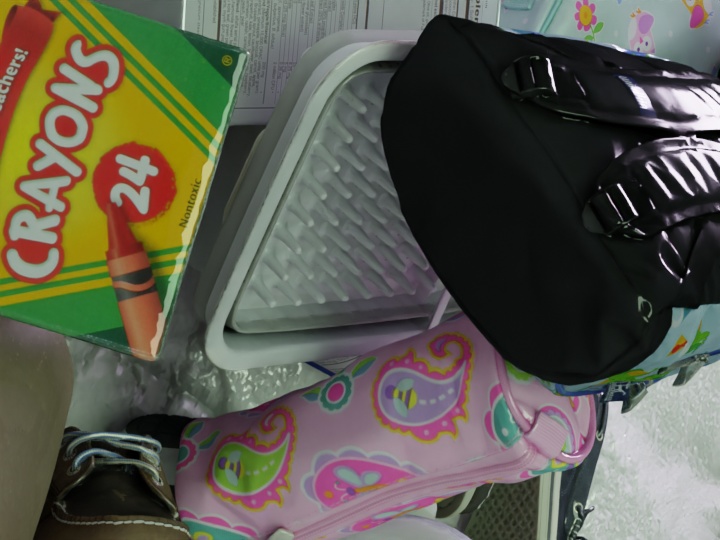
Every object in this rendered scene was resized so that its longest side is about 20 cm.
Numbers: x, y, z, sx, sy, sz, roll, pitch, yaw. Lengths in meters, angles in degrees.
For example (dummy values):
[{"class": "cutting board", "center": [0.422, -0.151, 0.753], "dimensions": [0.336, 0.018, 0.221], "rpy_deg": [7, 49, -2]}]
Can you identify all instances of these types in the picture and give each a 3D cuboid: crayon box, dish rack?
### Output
[{"class": "crayon box", "center": [-0.156, -0.053, 0.826], "dimensions": [0.199, 0.051, 0.127], "rpy_deg": [16, 88, -8]}, {"class": "dish rack", "center": [0.018, -0.039, 0.956], "dimensions": [0.200, 0.044, 0.172], "rpy_deg": [-6, 132, -45]}]

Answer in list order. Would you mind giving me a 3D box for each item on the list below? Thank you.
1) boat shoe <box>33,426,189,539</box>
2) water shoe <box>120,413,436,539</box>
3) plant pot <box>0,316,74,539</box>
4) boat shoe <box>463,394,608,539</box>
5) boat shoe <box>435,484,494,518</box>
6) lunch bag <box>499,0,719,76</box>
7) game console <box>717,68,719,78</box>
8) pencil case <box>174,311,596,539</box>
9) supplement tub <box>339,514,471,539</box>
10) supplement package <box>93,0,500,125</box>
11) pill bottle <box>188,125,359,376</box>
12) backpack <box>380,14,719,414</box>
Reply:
[{"class": "boat shoe", "center": [-0.119, 0.106, 0.945], "dimensions": [0.072, 0.200, 0.073], "rpy_deg": [9, 82, -21]}, {"class": "water shoe", "center": [-0.051, 0.125, 1.104], "dimensions": [0.200, 0.071, 0.079], "rpy_deg": [15, 97, -37]}, {"class": "plant pot", "center": [-0.200, 0.081, 0.864], "dimensions": [0.201, 0.200, 0.175], "rpy_deg": [64, 38, -32]}, {"class": "boat shoe", "center": [0.103, 0.145, 1.256], "dimensions": [0.062, 0.075, 0.201], "rpy_deg": [22, 77, -39]}, {"class": "boat shoe", "center": [0.076, 0.042, 1.207], "dimensions": [0.060, 0.072, 0.202], "rpy_deg": [12, 86, -42]}, {"class": "lunch bag", "center": [0.140, -0.153, 1.234], "dimensions": [0.160, 0.077, 0.200], "rpy_deg": [45, 66, -40]}, {"class": "game console", "center": [0.197, -0.063, 1.244], "dimensions": [0.031, 0.177, 0.200], "rpy_deg": [34, 78, -6]}, {"class": "pencil case", "center": [0.006, 0.080, 0.971], "dimensions": [0.087, 0.200, 0.088], "rpy_deg": [39, 39, -40]}, {"class": "supplement tub", "center": [0.031, 0.208, 1.117], "dimensions": [0.123, 0.122, 0.200], "rpy_deg": [-64, 163, -16]}, {"class": "supplement package", "center": [-0.054, -0.147, 0.979], "dimensions": [0.200, 0.152, 0.151], "rpy_deg": [-5, 102, -45]}, {"class": "pill bottle", "center": [0.000, 0.000, 1.093], "dimensions": [0.200, 0.112, 0.112], "rpy_deg": [31, 75, -44]}, {"class": "backpack", "center": [0.113, -0.022, 0.910], "dimensions": [0.200, 0.163, 0.154], "rpy_deg": [-15, 153, -41]}]
